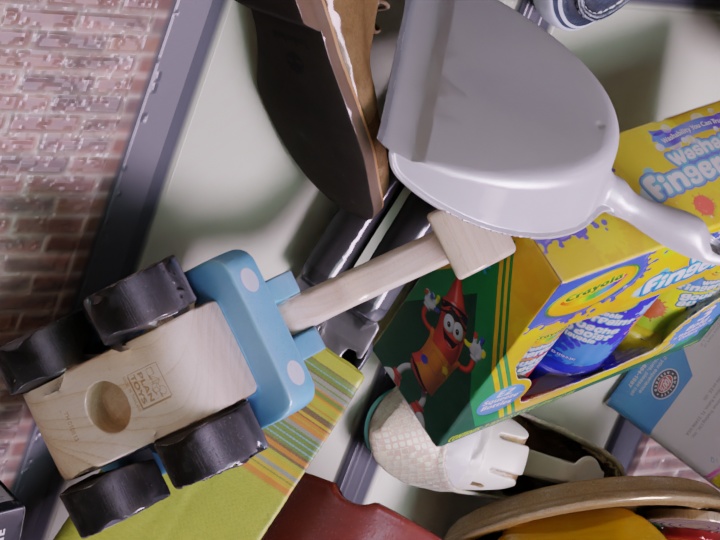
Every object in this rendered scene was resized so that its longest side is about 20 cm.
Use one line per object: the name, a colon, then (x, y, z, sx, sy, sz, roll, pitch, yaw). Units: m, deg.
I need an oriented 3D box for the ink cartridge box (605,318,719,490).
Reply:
ink cartridge box: (0.275, 0.097, 1.587, 0.129, 0.200, 0.125, -53, 141, 3)

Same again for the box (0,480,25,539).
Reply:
box: (-0.249, 0.197, 1.275, 0.159, 0.046, 0.200, -13, 128, -39)

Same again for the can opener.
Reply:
can opener: (0.000, 0.000, 1.376, 0.200, 0.053, 0.067, -58, 173, 8)

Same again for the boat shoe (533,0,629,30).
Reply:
boat shoe: (0.174, -0.192, 1.348, 0.200, 0.091, 0.071, -52, 141, 1)

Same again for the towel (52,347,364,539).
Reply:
towel: (-0.086, 0.110, 1.317, 0.200, 0.086, 0.018, -57, -178, -14)

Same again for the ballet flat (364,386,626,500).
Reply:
ballet flat: (0.084, 0.100, 1.509, 0.200, 0.062, 0.067, 15, 89, -51)

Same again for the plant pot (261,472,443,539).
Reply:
plant pot: (-0.036, 0.219, 1.381, 0.195, 0.201, 0.201, -62, 144, -17)

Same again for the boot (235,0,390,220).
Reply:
boot: (-0.008, -0.109, 1.258, 0.075, 0.074, 0.200, -43, 140, -26)

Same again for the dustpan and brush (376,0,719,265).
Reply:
dustpan and brush: (0.100, -0.054, 1.300, 0.200, 0.140, 0.057, 20, 136, -9)

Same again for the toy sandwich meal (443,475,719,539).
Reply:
toy sandwich meal: (0.126, 0.176, 1.542, 0.205, 0.070, 0.205, -6, 159, -2)

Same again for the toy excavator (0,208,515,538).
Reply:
toy excavator: (-0.045, 0.026, 1.276, 0.194, 0.100, 0.200, -26, -179, 34)

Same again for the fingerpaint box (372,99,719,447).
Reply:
fingerpaint box: (0.129, -0.002, 1.420, 0.200, 0.073, 0.167, -19, 156, -34)
